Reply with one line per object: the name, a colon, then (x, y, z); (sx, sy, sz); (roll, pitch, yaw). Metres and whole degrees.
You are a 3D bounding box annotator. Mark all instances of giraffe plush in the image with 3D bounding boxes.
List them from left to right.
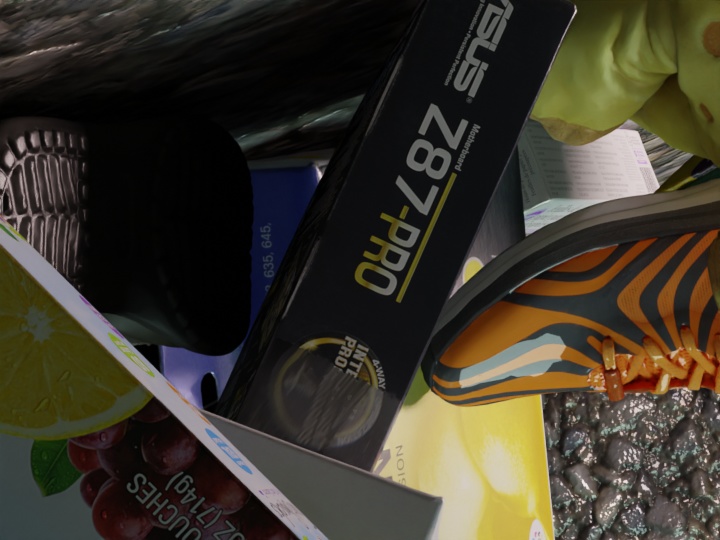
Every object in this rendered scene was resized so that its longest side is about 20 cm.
giraffe plush: (0.158, -0.042, 0.997); (0.172, 0.162, 0.200); (-20, 174, -14)

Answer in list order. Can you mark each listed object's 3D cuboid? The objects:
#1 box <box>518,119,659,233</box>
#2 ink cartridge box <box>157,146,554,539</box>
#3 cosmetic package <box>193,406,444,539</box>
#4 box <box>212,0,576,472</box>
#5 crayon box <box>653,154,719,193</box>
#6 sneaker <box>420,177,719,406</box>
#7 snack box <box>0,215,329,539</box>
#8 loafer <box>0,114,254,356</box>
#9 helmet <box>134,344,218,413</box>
box: (0.090, -0.041, 1.327); (0.039, 0.042, 0.200); (-24, 174, 18)
ink cartridge box: (0.003, 0.053, 1.115); (0.047, 0.198, 0.200); (-1, -173, 32)
cosmetic package: (-0.081, 0.073, 0.815); (0.200, 0.090, 0.107); (18, 167, 3)
box: (0.000, 0.000, 0.939); (0.161, 0.049, 0.200); (-63, -177, -13)
crayon box: (0.236, -0.081, 1.189); (0.173, 0.058, 0.200); (-39, -174, -38)
sneaker: (0.126, 0.029, 1.079); (0.200, 0.112, 0.078); (-22, 152, 2)
snack box: (-0.115, 0.079, 0.726); (0.169, 0.200, 0.068); (-45, 173, 1)
loafer: (-0.091, -0.014, 0.891); (0.071, 0.073, 0.200); (-1, 173, 22)
helmet: (-0.086, 0.083, 1.194); (0.191, 0.200, 0.200); (-37, -179, -28)
